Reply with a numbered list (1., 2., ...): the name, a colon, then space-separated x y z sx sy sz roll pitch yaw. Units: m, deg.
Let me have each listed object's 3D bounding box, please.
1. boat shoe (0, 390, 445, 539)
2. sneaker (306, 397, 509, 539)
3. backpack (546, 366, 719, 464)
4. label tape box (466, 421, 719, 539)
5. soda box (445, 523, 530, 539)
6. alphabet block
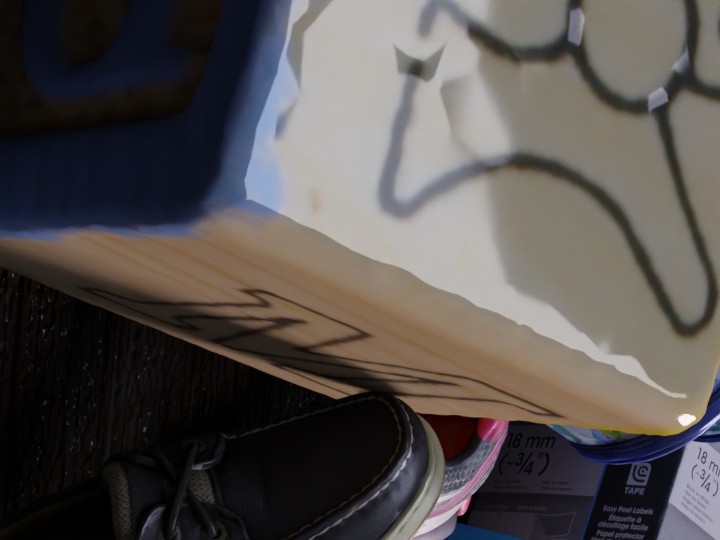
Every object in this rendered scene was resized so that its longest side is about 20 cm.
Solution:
1. boat shoe: -0.068 0.093 0.658 0.066 0.200 0.072 59 6 -44
2. sneaker: -0.024 0.087 0.786 0.199 0.081 0.075 -23 156 -39
3. backpack: 0.162 0.004 0.967 0.147 0.183 0.200 42 67 -12
4. label tape box: 0.148 0.097 1.102 0.063 0.144 0.201 37 63 -34
5. soda box: 0.023 0.220 0.990 0.200 0.067 0.065 -54 143 -42
6. alphabet block: 0.001 -0.069 0.633 0.199 0.196 0.197 25 77 -35
